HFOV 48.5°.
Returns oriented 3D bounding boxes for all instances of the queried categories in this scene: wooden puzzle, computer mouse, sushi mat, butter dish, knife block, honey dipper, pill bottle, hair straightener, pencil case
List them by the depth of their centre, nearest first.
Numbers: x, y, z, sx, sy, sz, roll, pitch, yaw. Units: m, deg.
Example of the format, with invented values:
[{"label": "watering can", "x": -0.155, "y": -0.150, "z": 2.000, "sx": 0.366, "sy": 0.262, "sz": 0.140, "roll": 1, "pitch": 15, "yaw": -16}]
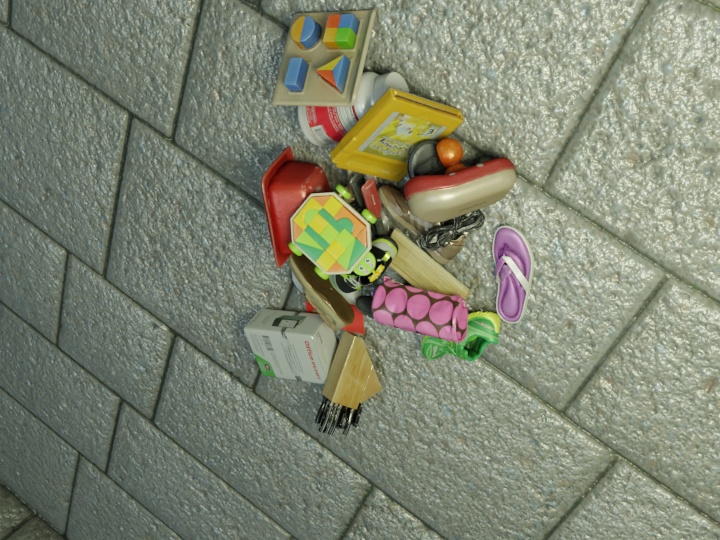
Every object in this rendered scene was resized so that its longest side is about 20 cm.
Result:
[{"label": "wooden puzzle", "x": -0.076, "y": -0.393, "z": 1.459, "sx": 0.197, "sy": 0.046, "sz": 0.188, "roll": 6, "pitch": 78, "yaw": 33}, {"label": "computer mouse", "x": 0.140, "y": -0.149, "z": 1.491, "sx": 0.202, "sy": 0.137, "sz": 0.053, "roll": 67, "pitch": 172, "yaw": -21}, {"label": "pill bottle", "x": -0.011, "y": -0.304, "z": 1.491, "sx": 0.198, "sy": 0.112, "sz": 0.114, "roll": -7, "pitch": 112, "yaw": 35}, {"label": "honey dipper", "x": -0.020, "y": -0.189, "z": 1.559, "sx": 0.038, "sy": 0.038, "sz": 0.201, "roll": 26, "pitch": 152, "yaw": 18}, {"label": "pencil case", "x": 0.118, "y": 0.076, "z": 1.564, "sx": 0.198, "sy": 0.091, "sz": 0.095, "roll": 13, "pitch": 81, "yaw": 29}, {"label": "hair straightener", "x": 0.017, "y": -0.120, "z": 1.588, "sx": 0.077, "sy": 0.041, "sz": 0.201, "roll": 34, "pitch": 161, "yaw": 37}, {"label": "sushi mat", "x": 0.128, "y": 0.007, "z": 1.590, "sx": 0.200, "sy": 0.012, "sz": 0.096, "roll": 41, "pitch": 142, "yaw": 17}, {"label": "butter dish", "x": -0.104, "y": -0.132, "z": 1.616, "sx": 0.145, "sy": 0.201, "sz": 0.202, "roll": -1, "pitch": 117, "yaw": 14}, {"label": "knife block", "x": -0.048, "y": 0.261, "z": 1.789, "sx": 0.064, "sy": 0.174, "sz": 0.202, "roll": 19, "pitch": 133, "yaw": 62}]

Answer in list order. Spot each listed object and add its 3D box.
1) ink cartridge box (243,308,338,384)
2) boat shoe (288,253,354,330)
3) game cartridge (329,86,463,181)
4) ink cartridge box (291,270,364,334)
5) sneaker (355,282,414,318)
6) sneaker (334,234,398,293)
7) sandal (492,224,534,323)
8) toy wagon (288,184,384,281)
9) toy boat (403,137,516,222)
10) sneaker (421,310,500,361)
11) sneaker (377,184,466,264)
[{"label": "ink cartridge box", "x": -0.154, "y": 0.177, "z": 1.865, "sx": 0.197, "sy": 0.084, "sz": 0.148, "roll": 4, "pitch": 126, "yaw": 31}, {"label": "boat shoe", "x": -0.096, "y": 0.045, "z": 1.713, "sx": 0.064, "sy": 0.071, "sz": 0.201, "roll": -29, "pitch": 100, "yaw": 41}, {"label": "game cartridge", "x": 0.063, "y": -0.239, "z": 1.452, "sx": 0.200, "sy": 0.174, "sz": 0.033, "roll": -42, "pitch": 53, "yaw": 40}, {"label": "ink cartridge box", "x": -0.073, "y": 0.050, "z": 1.775, "sx": 0.159, "sy": 0.050, "sz": 0.203, "roll": 12, "pitch": 119, "yaw": 28}, {"label": "sneaker", "x": 0.082, "y": 0.062, "z": 1.676, "sx": 0.197, "sy": 0.075, "sz": 0.081, "roll": 6, "pitch": 105, "yaw": 23}, {"label": "sneaker", "x": 0.000, "y": 0.000, "z": 1.614, "sx": 0.071, "sy": 0.083, "sz": 0.200, "roll": 35, "pitch": 136, "yaw": -12}, {"label": "sandal", "x": 0.287, "y": 0.015, "z": 1.517, "sx": 0.081, "sy": 0.050, "sz": 0.206, "roll": 6, "pitch": 119, "yaw": 30}, {"label": "toy wagon", "x": -0.037, "y": -0.057, "z": 1.524, "sx": 0.200, "sy": 0.040, "sz": 0.156, "roll": 42, "pitch": 100, "yaw": 3}, {"label": "toy boat", "x": 0.168, "y": -0.171, "z": 1.415, "sx": 0.131, "sy": 0.197, "sz": 0.132, "roll": 115, "pitch": 135, "yaw": -75}, {"label": "sneaker", "x": 0.198, "y": 0.146, "z": 1.619, "sx": 0.073, "sy": 0.085, "sz": 0.199, "roll": 20, "pitch": 145, "yaw": -37}, {"label": "sneaker", "x": 0.122, "y": -0.107, "z": 1.559, "sx": 0.200, "sy": 0.070, "sz": 0.076, "roll": 46, "pitch": 112, "yaw": -1}]
